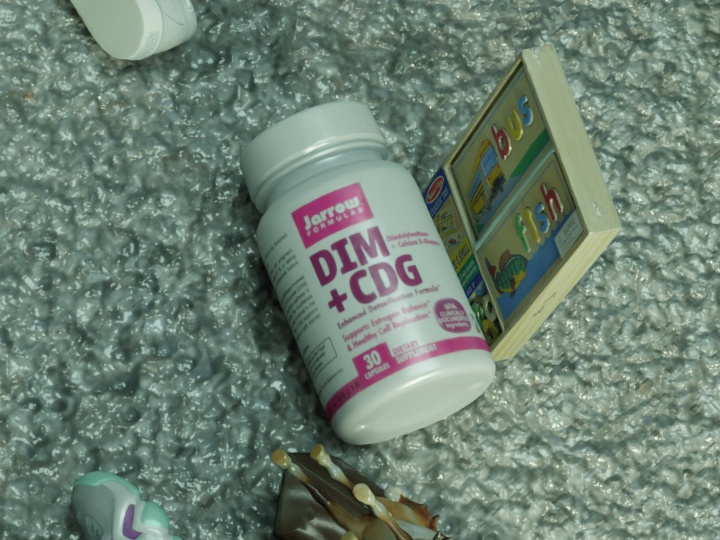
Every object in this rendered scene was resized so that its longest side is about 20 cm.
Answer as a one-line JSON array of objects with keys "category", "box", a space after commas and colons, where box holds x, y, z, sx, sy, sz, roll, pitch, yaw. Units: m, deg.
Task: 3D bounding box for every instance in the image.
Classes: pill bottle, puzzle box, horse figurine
[{"category": "pill bottle", "box": [0.000, 0.000, 1.756, 0.113, 0.113, 0.201, -15, 70, -25]}, {"category": "puzzle box", "box": [0.101, -0.040, 1.761, 0.025, 0.200, 0.134, -9, 67, -23]}, {"category": "horse figurine", "box": [0.025, 0.160, 1.582, 0.132, 0.200, 0.050, 41, 88, -27]}]

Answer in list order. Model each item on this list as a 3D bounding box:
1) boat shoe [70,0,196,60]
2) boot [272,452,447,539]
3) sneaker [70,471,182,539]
[{"category": "boat shoe", "box": [-0.175, -0.233, 1.839, 0.068, 0.072, 0.200, -14, 62, -48]}, {"category": "boot", "box": [0.016, 0.201, 1.663, 0.200, 0.064, 0.186, 37, 23, -3]}, {"category": "sneaker", "box": [-0.154, 0.225, 1.611, 0.139, 0.078, 0.200, -26, 72, -26]}]
